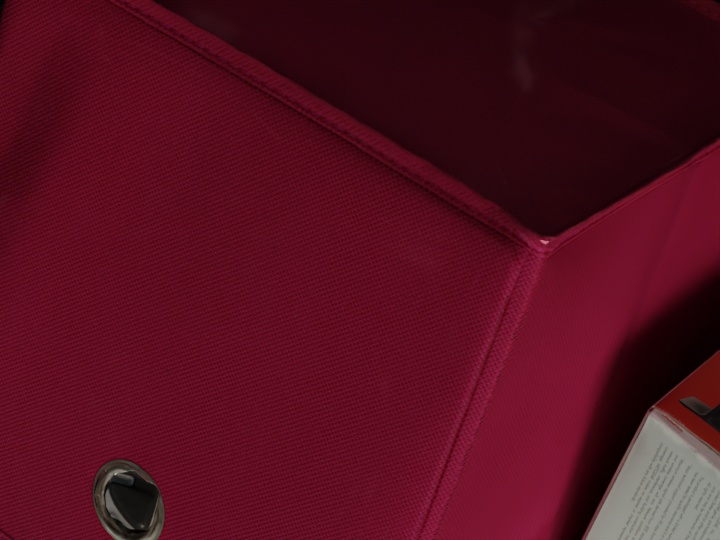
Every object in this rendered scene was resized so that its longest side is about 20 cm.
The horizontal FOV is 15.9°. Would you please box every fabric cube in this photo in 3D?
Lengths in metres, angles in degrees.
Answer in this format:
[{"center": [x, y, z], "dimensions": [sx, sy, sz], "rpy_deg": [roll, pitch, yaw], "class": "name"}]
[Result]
[{"center": [0.000, 0.000, 0.823], "dimensions": [0.200, 0.196, 0.200], "rpy_deg": [-27, 144, -51], "class": "fabric cube"}]

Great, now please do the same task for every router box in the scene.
[{"center": [0.133, 0.080, 0.862], "dimensions": [0.179, 0.049, 0.200], "rpy_deg": [-35, 155, -39], "class": "router box"}]

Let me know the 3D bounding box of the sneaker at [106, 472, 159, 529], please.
[{"center": [-0.074, 0.105, 0.985], "dimensions": [0.200, 0.078, 0.090], "rpy_deg": [-59, 178, -20], "class": "sneaker"}]
